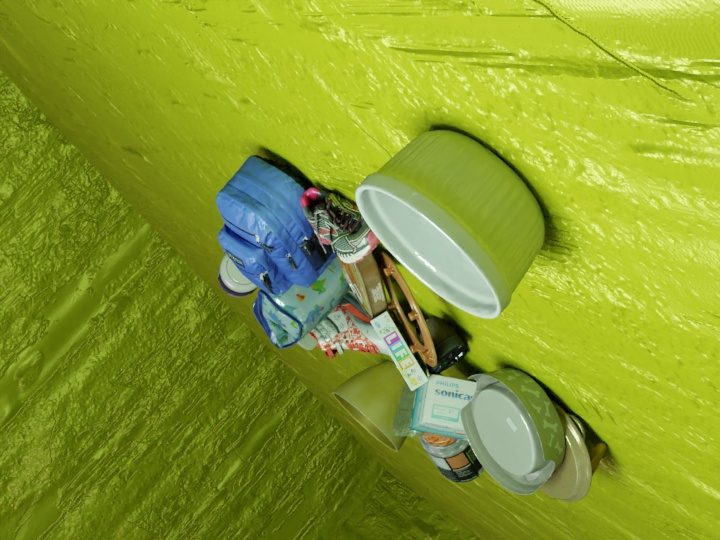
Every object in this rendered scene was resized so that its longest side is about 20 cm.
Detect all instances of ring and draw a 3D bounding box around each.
[{"bbox_3d":[0.068,0.063,1.580,0.201,0.019,0.202,90,154,-72],"label":"ring"}]

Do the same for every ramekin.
[{"bbox_3d":[0.100,-0.055,1.050,0.200,0.105,0.200,40,167,11],"label":"ramekin"}]

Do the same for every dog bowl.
[{"bbox_3d":[0.237,0.244,1.550,0.200,0.058,0.202,39,141,42],"label":"dog bowl"}]

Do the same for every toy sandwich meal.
[{"bbox_3d":[0.310,0.277,1.583,0.205,0.070,0.207,40,141,42],"label":"toy sandwich meal"}]

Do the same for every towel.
[{"bbox_3d":[0.112,0.270,2.046,0.036,0.150,0.200,16,169,-6],"label":"towel"}]

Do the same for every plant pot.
[{"bbox_3d":[0.055,0.293,2.276,0.200,0.142,0.200,41,168,11],"label":"plant pot"}]

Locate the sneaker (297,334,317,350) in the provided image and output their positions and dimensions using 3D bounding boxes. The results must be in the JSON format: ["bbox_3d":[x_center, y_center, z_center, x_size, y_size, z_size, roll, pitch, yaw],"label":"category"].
[{"bbox_3d":[-0.188,0.121,2.605,0.201,0.074,0.118,54,159,-8],"label":"sneaker"}]

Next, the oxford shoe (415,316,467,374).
[{"bbox_3d":[0.131,0.119,1.662,0.085,0.072,0.200,56,170,17],"label":"oxford shoe"}]

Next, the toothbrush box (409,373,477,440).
[{"bbox_3d":[0.173,0.244,1.745,0.145,0.086,0.200,11,165,-2],"label":"toothbrush box"}]

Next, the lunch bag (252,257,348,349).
[{"bbox_3d":[-0.101,0.046,1.816,0.127,0.170,0.200,40,159,12],"label":"lunch bag"}]

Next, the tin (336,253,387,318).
[{"bbox_3d":[0.000,0.000,1.615,0.201,0.042,0.113,75,169,-59],"label":"tin"}]

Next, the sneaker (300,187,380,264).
[{"bbox_3d":[-0.031,-0.068,1.472,0.075,0.081,0.200,52,165,-30],"label":"sneaker"}]

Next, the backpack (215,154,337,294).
[{"bbox_3d":[-0.141,-0.072,1.615,0.162,0.168,0.201,26,157,33],"label":"backpack"}]

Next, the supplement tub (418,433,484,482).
[{"bbox_3d":[0.195,0.358,2.109,0.122,0.123,0.200,33,164,35],"label":"supplement tub"}]

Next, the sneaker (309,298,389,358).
[{"bbox_3d":[-0.010,0.139,1.924,0.201,0.108,0.067,35,166,29],"label":"sneaker"}]

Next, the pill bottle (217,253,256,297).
[{"bbox_3d":[-0.293,0.002,2.452,0.111,0.112,0.200,43,168,-3],"label":"pill bottle"}]

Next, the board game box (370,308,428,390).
[{"bbox_3d":[0.068,0.128,1.735,0.135,0.034,0.200,59,-177,-1],"label":"board game box"}]

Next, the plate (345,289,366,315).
[{"bbox_3d":[0.025,0.089,1.955,0.200,0.026,0.200,41,168,10],"label":"plate"}]
